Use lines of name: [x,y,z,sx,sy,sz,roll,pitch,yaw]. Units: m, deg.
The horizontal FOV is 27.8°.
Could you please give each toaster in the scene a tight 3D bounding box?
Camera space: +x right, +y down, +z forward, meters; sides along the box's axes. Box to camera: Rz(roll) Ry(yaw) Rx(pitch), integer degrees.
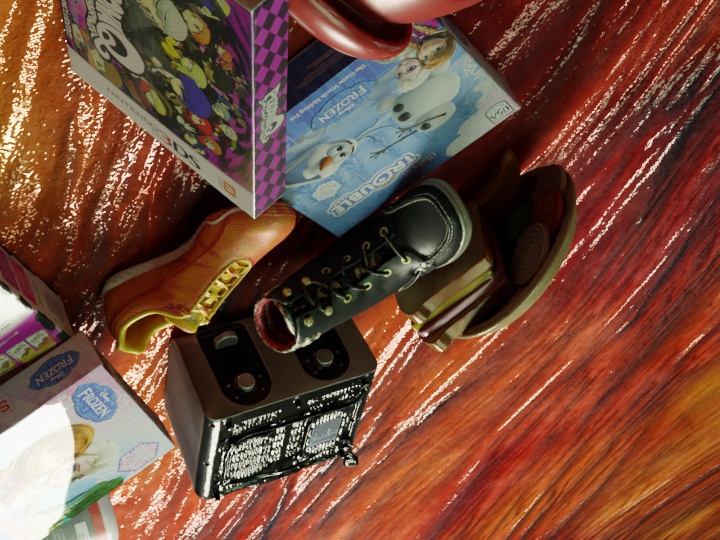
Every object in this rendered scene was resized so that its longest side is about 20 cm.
toaster: [-0.090,0.128,1.431,0.179,0.119,0.201,-16,149,-20]

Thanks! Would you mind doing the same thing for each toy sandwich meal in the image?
toy sandwich meal: [0.114,-0.024,1.342,0.070,0.206,0.205,34,120,-22]

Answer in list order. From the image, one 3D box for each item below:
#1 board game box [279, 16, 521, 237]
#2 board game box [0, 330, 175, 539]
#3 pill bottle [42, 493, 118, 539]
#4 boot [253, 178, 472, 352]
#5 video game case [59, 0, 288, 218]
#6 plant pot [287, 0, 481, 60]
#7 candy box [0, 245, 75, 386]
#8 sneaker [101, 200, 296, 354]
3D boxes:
board game box: [0.008,-0.125,1.182,0.199,0.044,0.199,-35,152,15]
board game box: [-0.278,0.161,1.253,0.199,0.041,0.200,-35,152,-5]
pill bottle: [-0.343,0.243,1.401,0.198,0.116,0.116,-19,151,-17]
boot: [0.000,0.002,1.267,0.153,0.074,0.203,-33,180,-29]
video game case: [-0.119,-0.148,0.896,0.036,0.181,0.201,-42,160,-26]
plant pot: [0.020,-0.236,0.851,0.182,0.202,0.200,-37,150,23]
candy box: [-0.326,0.037,1.136,0.136,0.061,0.200,-30,153,1]
sneaker: [-0.129,0.008,1.225,0.199,0.078,0.073,-33,154,22]
